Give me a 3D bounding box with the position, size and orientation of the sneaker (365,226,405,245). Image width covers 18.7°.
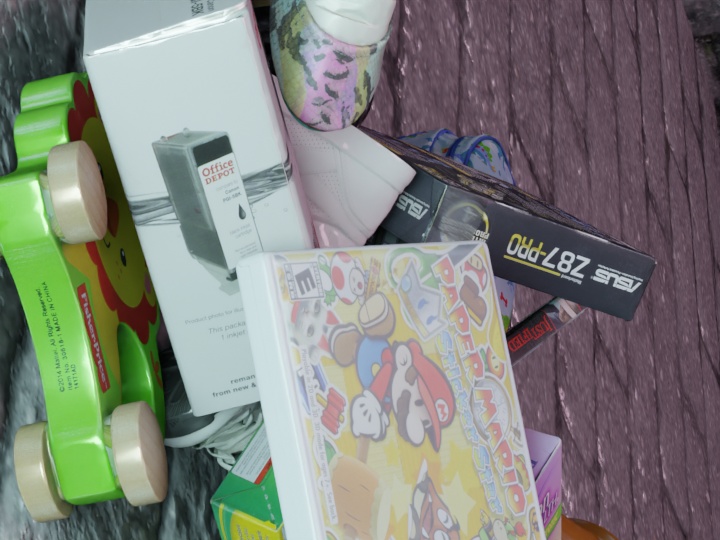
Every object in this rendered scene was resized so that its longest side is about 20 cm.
[{"bbox_3d":[0.000,0.000,1.353,0.081,0.200,0.074,23,92,-49],"label":"sneaker"}]

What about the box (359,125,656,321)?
[{"bbox_3d":[0.067,-0.037,1.367,0.161,0.200,0.049,20,97,-30],"label":"box"}]

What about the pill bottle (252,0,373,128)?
[{"bbox_3d":[-0.044,-0.143,1.356,0.200,0.111,0.112,-86,158,-43],"label":"pill bottle"}]

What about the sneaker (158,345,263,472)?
[{"bbox_3d":[-0.061,0.086,1.213,0.201,0.075,0.116,-53,129,-72],"label":"sneaker"}]

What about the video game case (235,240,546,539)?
[{"bbox_3d":[0.023,0.086,1.063,0.182,0.023,0.201,-4,81,-52],"label":"video game case"}]

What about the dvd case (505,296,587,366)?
[{"bbox_3d":[0.048,0.081,1.370,0.022,0.146,0.200,54,39,2],"label":"dvd case"}]

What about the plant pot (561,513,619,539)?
[{"bbox_3d":[0.072,0.212,1.419,0.183,0.200,0.200,50,29,-28],"label":"plant pot"}]

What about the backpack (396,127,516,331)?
[{"bbox_3d":[0.046,-0.015,1.566,0.200,0.153,0.163,-97,162,-62],"label":"backpack"}]

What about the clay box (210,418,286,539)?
[{"bbox_3d":[-0.023,0.147,1.231,0.115,0.047,0.200,-56,155,-31],"label":"clay box"}]

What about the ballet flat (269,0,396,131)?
[{"bbox_3d":[-0.002,-0.170,1.152,0.069,0.071,0.201,23,57,-22],"label":"ballet flat"}]

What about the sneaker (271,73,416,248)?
[{"bbox_3d":[-0.079,-0.059,1.221,0.200,0.116,0.074,32,0,-14],"label":"sneaker"}]

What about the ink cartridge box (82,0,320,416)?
[{"bbox_3d":[-0.074,-0.052,1.106,0.147,0.083,0.201,-103,178,-66],"label":"ink cartridge box"}]

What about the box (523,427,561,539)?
[{"bbox_3d":[0.034,0.208,1.200,0.176,0.096,0.201,-50,146,-47],"label":"box"}]

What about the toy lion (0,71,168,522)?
[{"bbox_3d":[-0.132,0.004,1.074,0.192,0.068,0.201,-51,129,-79],"label":"toy lion"}]
